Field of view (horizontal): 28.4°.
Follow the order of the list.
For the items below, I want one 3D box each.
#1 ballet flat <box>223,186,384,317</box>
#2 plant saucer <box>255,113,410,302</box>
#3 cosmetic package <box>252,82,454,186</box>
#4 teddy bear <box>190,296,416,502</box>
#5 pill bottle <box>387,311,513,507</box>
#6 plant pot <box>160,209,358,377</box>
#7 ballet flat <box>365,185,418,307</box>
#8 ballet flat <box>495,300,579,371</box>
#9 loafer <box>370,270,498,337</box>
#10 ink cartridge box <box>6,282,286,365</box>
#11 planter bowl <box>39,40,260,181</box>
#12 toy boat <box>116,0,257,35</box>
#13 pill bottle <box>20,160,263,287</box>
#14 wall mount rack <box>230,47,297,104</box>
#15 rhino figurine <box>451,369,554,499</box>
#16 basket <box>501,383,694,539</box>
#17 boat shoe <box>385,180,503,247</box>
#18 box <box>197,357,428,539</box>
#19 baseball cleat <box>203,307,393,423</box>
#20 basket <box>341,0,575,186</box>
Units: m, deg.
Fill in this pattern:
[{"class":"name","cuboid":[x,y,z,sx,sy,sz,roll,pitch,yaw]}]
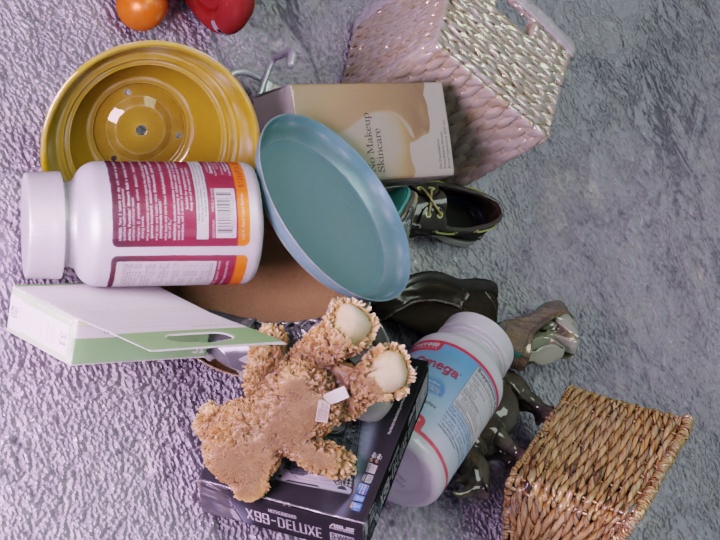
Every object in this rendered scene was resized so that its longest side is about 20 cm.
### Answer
[{"class":"ballet flat","cuboid":[-0.060,-0.015,1.415,0.200,0.072,0.068,-43,99,-17]},{"class":"plant saucer","cuboid":[-0.029,-0.054,1.317,0.200,0.027,0.201,37,35,-31]},{"class":"cosmetic package","cuboid":[-0.005,-0.137,1.454,0.199,0.071,0.106,-8,89,-38]},{"class":"teddy bear","cuboid":[-0.048,0.109,1.219,0.145,0.200,0.067,32,14,-8]},{"class":"pill bottle","cuboid":[0.077,0.134,1.437,0.109,0.109,0.200,49,48,-11]},{"class":"plant pot","cuboid":[-0.096,0.008,1.347,0.199,0.028,0.201,2,71,-6]},{"class":"ballet flat","cuboid":[0.000,0.000,1.457,0.072,0.072,0.200,48,66,-13]},{"class":"ballet flat","cuboid":[0.210,0.081,1.627,0.200,0.067,0.068,-18,124,-55]},{"class":"loafer","cuboid":[0.087,0.046,1.539,0.199,0.073,0.072,1,68,-44]},{"class":"ink cartridge box","cuboid":[-0.181,0.055,1.185,0.145,0.199,0.048,-1,107,-45]},{"class":"planter bowl","cuboid":[-0.198,-0.121,1.313,0.200,0.201,0.083,35,7,-25]},{"class":"toy boat","cuboid":[-0.201,-0.301,1.441,0.200,0.130,0.131,33,78,-26]},{"class":"pill bottle","cuboid":[-0.192,-0.041,1.238,0.199,0.110,0.110,-1,65,-18]},{"class":"wall mount rack","cuboid":[-0.062,-0.129,1.496,0.199,0.074,0.175,27,71,-30]},{"class":"rhino figurine","cuboid":[0.137,0.178,1.521,0.087,0.060,0.200,37,43,3]},{"class":"basket","cuboid":[0.252,0.240,1.500,0.200,0.148,0.143,-46,142,-49]},{"class":"boat shoe","cuboid":[0.079,-0.071,1.608,0.200,0.060,0.072,5,64,-43]},{"class":"box","cuboid":[-0.039,0.151,1.303,0.157,0.050,0.200,13,45,14]},{"class":"baseball cleat","cuboid":[-0.054,0.059,1.266,0.199,0.107,0.070,23,25,-2]},{"class":"basket","cuboid":[0.103,-0.222,1.624,0.198,0.200,0.161,36,52,-24]}]
